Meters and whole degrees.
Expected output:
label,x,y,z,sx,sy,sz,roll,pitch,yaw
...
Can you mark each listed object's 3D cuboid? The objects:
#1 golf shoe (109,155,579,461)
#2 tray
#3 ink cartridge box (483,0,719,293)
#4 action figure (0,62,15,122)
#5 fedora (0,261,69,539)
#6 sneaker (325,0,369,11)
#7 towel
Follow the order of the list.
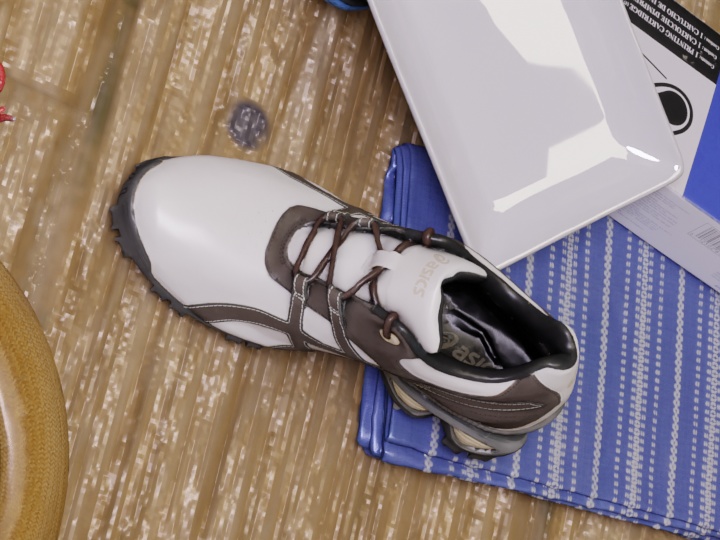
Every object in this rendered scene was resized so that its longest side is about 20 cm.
label,x,y,z,sx,sy,sz,roll,pitch,yaw
golf shoe,0.000,0.000,1.081,0.200,0.094,0.078,25,67,-9
tray,0.055,-0.109,1.131,0.107,0.022,0.200,-26,103,-17
ink cartridge box,0.135,-0.067,1.219,0.200,0.044,0.094,33,56,-21
action figure,-0.208,-0.070,0.979,0.200,0.099,0.065,-7,83,-36
fedora,-0.201,0.057,0.958,0.200,0.082,0.201,8,75,-32
sneaker,0.046,-0.179,1.174,0.200,0.083,0.071,-35,99,-32
towel,0.088,0.035,1.192,0.200,0.024,0.145,17,68,-31
